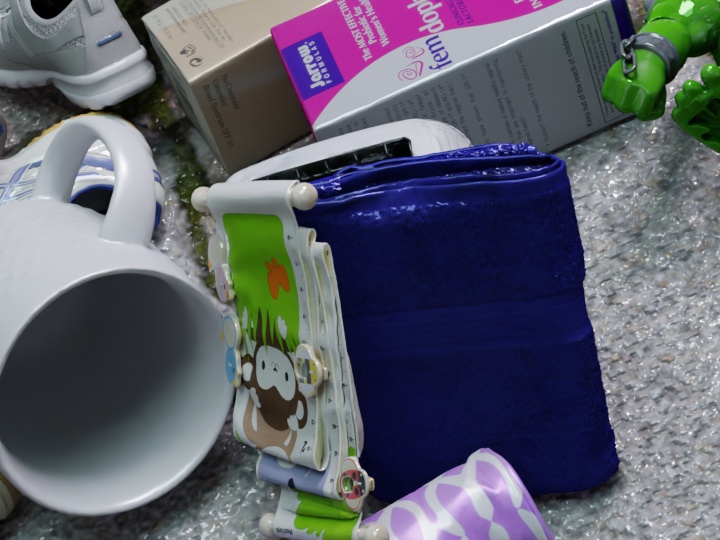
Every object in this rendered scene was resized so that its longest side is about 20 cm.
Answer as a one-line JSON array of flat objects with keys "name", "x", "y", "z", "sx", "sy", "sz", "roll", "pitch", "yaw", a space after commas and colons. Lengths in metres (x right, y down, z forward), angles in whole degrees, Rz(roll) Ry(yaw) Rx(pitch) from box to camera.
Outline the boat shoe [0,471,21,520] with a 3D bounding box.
[{"name": "boat shoe", "x": -0.294, "y": 0.115, "z": 1.377, "sx": 0.199, "sy": 0.074, "sz": 0.069, "roll": 14, "pitch": 51, "yaw": 28}]

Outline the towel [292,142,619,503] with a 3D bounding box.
[{"name": "towel", "x": 0.052, "y": 0.029, "z": 1.249, "sx": 0.147, "sy": 0.201, "sz": 0.050, "roll": -5, "pitch": 30, "yaw": 14}]

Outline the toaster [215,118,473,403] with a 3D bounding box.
[{"name": "toaster", "x": 0.000, "y": 0.000, "z": 1.333, "sx": 0.199, "sy": 0.129, "sz": 0.114, "roll": -15, "pitch": 47, "yaw": 8}]

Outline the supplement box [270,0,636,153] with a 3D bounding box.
[{"name": "supplement box", "x": 0.061, "y": -0.122, "z": 1.435, "sx": 0.199, "sy": 0.104, "sz": 0.101, "roll": -25, "pitch": 48, "yaw": 0}]

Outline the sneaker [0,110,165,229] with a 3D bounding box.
[{"name": "sneaker", "x": -0.216, "y": -0.026, "z": 1.469, "sx": 0.199, "sy": 0.075, "sz": 0.088, "roll": -29, "pitch": 48, "yaw": -5}]

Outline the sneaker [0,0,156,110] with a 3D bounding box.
[{"name": "sneaker", "x": -0.199, "y": -0.165, "z": 1.552, "sx": 0.075, "sy": 0.082, "sz": 0.200, "roll": -30, "pitch": 27, "yaw": -29}]

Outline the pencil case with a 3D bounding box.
[{"name": "pencil case", "x": 0.009, "y": 0.172, "z": 1.218, "sx": 0.199, "sy": 0.084, "sz": 0.086, "roll": -32, "pitch": 83, "yaw": -5}]

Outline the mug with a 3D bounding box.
[{"name": "mug", "x": -0.164, "y": 0.012, "z": 1.345, "sx": 0.147, "sy": 0.201, "sz": 0.175, "roll": 8, "pitch": 17, "yaw": -32}]

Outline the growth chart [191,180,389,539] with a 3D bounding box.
[{"name": "growth chart", "x": -0.040, "y": 0.047, "z": 1.221, "sx": 0.018, "sy": 0.201, "sz": 0.145, "roll": -10, "pitch": -3, "yaw": -30}]

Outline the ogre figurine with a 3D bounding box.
[{"name": "ogre figurine", "x": 0.234, "y": -0.116, "z": 1.366, "sx": 0.199, "sy": 0.099, "sz": 0.120, "roll": -8, "pitch": 38, "yaw": 3}]

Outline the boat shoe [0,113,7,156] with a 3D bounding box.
[{"name": "boat shoe", "x": -0.322, "y": -0.047, "z": 1.523, "sx": 0.093, "sy": 0.075, "sz": 0.200, "roll": 30, "pitch": 66, "yaw": 28}]

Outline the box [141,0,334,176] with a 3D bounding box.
[{"name": "box", "x": -0.026, "y": -0.158, "z": 1.502, "sx": 0.199, "sy": 0.095, "sz": 0.078, "roll": -31, "pitch": 49, "yaw": -6}]

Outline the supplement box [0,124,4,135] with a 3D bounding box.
[{"name": "supplement box", "x": -0.343, "y": -0.070, "z": 1.372, "sx": 0.134, "sy": 0.200, "sz": 0.200, "roll": 2, "pitch": 53, "yaw": 32}]
